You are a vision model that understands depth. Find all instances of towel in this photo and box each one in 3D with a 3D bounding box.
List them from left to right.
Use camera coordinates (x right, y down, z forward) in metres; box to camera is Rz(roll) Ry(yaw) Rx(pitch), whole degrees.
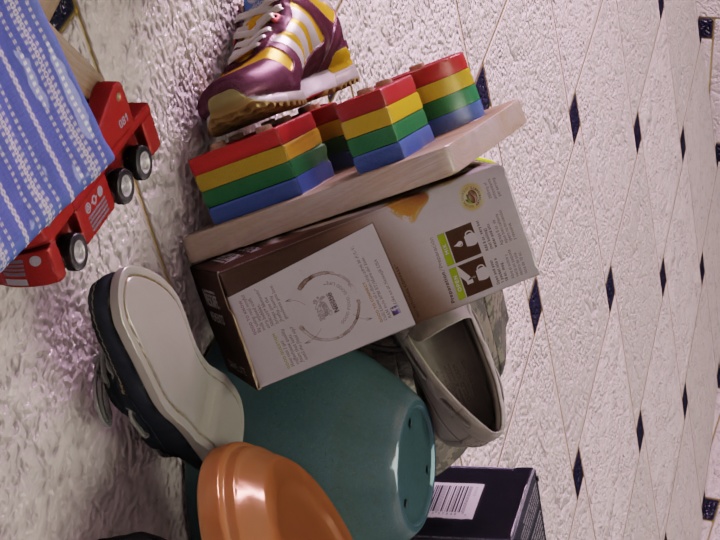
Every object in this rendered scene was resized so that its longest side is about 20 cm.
[{"bbox_3d":[-0.195,-0.064,0.823,0.200,0.024,0.146,-53,129,-47],"label":"towel"}]

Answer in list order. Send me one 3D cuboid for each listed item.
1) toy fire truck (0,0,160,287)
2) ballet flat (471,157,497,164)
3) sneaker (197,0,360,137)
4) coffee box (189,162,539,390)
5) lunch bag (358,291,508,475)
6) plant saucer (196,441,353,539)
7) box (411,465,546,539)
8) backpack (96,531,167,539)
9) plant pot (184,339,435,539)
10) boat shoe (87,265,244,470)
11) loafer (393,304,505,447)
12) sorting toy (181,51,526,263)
[{"bbox_3d":[-0.163,-0.101,0.952,0.201,0.048,0.142,-62,145,-50],"label":"toy fire truck"},{"bbox_3d":[0.014,-0.043,1.294,0.199,0.067,0.067,-24,120,-19],"label":"ballet flat"},{"bbox_3d":[-0.068,-0.154,1.213,0.091,0.074,0.200,70,22,-6],"label":"sneaker"},{"bbox_3d":[0.000,0.000,1.135,0.114,0.198,0.080,-174,-117,-75],"label":"coffee box"},{"bbox_3d":[0.039,0.050,1.380,0.201,0.138,0.169,76,17,-48],"label":"lunch bag"},{"bbox_3d":[-0.033,0.192,1.042,0.201,0.037,0.201,59,13,-22],"label":"plant saucer"},{"bbox_3d":[0.087,0.280,1.521,0.105,0.146,0.202,-61,147,-55],"label":"box"},{"bbox_3d":[-0.087,0.261,1.058,0.201,0.152,0.164,82,-3,-58],"label":"backpack"},{"bbox_3d":[-0.023,0.136,1.225,0.200,0.133,0.202,0,90,-71],"label":"plant pot"},{"bbox_3d":[-0.126,0.061,1.038,0.200,0.061,0.076,59,33,-59],"label":"boat shoe"},{"bbox_3d":[0.052,0.031,1.234,0.070,0.070,0.201,-29,97,-24],"label":"loafer"},{"bbox_3d":[-0.008,-0.087,1.196,0.070,0.198,0.199,69,23,-7],"label":"sorting toy"}]
